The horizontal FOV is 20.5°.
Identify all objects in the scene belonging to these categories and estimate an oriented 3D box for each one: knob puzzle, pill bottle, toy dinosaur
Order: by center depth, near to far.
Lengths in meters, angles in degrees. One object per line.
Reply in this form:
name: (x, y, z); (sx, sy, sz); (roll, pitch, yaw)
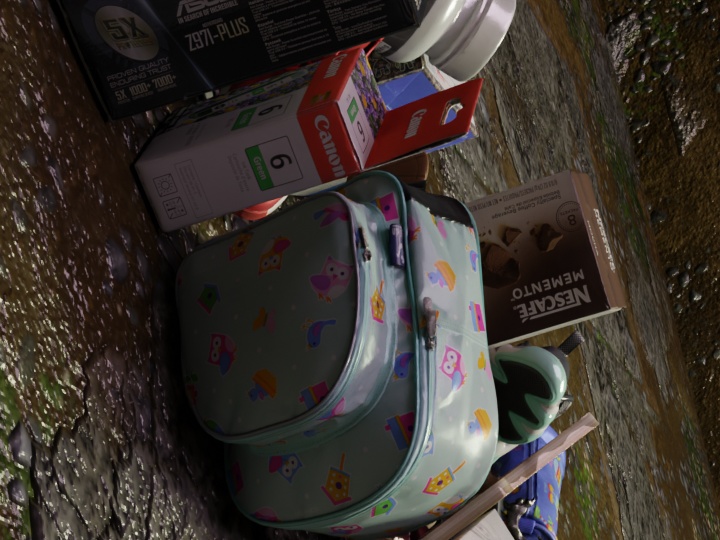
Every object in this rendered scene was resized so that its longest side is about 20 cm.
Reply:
knob puzzle: (0.036, 0.164, 1.252); (0.031, 0.219, 0.220); (53, 14, 6)
toy dinosaur: (0.104, 0.220, 1.449); (0.200, 0.047, 0.089); (-26, 104, -64)
pill bottle: (0.018, -0.231, 1.538); (0.199, 0.111, 0.111); (30, 32, -17)

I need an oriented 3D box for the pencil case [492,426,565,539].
pencil case: (0.138, 0.198, 1.733); (0.200, 0.077, 0.088); (-72, 172, -65)

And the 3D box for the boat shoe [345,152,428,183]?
boat shoe: (0.000, 0.000, 1.393); (0.063, 0.073, 0.201); (89, 25, -59)

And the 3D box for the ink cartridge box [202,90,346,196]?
ink cartridge box: (-0.048, -0.119, 1.432); (0.200, 0.066, 0.117); (-4, 77, -74)

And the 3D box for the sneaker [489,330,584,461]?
sneaker: (0.133, 0.082, 1.542); (0.139, 0.200, 0.078); (-33, 85, -32)

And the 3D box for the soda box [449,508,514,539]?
soda box: (0.043, 0.225, 1.281); (0.064, 0.068, 0.200); (57, 30, 4)

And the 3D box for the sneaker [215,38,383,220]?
sneaker: (-0.032, -0.134, 1.304); (0.078, 0.115, 0.201); (27, 67, -18)

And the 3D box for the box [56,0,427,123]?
box: (-0.061, -0.182, 1.198); (0.164, 0.198, 0.087); (-74, 145, -63)

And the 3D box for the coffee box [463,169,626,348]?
coffee box: (0.094, 0.005, 1.553); (0.080, 0.198, 0.114); (1, 73, -74)

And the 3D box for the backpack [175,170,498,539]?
backpack: (-0.013, 0.057, 1.180); (0.153, 0.175, 0.202); (10, 64, -54)

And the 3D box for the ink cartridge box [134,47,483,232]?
ink cartridge box: (-0.029, -0.090, 1.213); (0.109, 0.198, 0.051); (-71, 141, -65)

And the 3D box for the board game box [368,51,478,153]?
board game box: (0.017, -0.216, 1.707); (0.159, 0.096, 0.202); (41, 35, -63)

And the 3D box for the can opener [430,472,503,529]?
can opener: (0.068, 0.123, 1.491); (0.064, 0.078, 0.201); (-99, -173, -53)

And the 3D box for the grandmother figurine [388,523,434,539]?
grandmother figurine: (0.037, 0.219, 1.400); (0.122, 0.060, 0.201); (70, 16, -46)
